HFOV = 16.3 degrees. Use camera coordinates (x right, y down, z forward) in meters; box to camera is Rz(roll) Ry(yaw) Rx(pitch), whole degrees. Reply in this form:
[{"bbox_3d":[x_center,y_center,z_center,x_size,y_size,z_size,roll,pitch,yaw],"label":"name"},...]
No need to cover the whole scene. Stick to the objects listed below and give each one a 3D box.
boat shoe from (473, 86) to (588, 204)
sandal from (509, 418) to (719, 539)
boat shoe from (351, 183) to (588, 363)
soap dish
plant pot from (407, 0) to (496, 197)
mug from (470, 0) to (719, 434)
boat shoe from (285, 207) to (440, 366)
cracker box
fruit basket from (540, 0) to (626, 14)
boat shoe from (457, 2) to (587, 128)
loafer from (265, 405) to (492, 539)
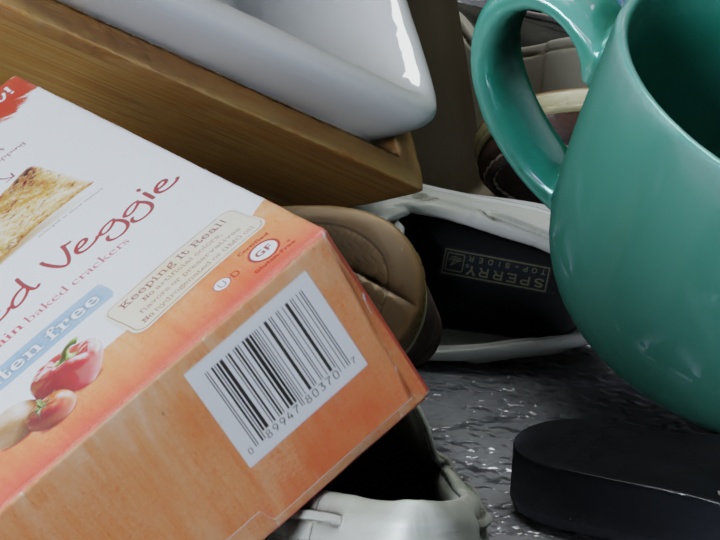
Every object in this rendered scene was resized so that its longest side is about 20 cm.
[{"bbox_3d":[0.140,-0.015,0.985,0.199,0.072,0.072,15,57,-10],"label":"boat shoe"},{"bbox_3d":[0.141,0.063,0.733,0.199,0.043,0.076,8,14,13],"label":"sandal"},{"bbox_3d":[0.000,0.000,0.907,0.199,0.072,0.066,11,8,-10],"label":"boat shoe"},{"bbox_3d":[-0.074,-0.108,0.843,0.200,0.081,0.158,22,41,-43],"label":"soap dish"},{"bbox_3d":[-0.034,-0.089,1.032,0.199,0.174,0.200,5,13,-1],"label":"plant pot"},{"bbox_3d":[0.133,-0.024,0.856,0.152,0.115,0.185,-7,42,-29],"label":"mug"},{"bbox_3d":[-0.070,0.010,0.839,0.199,0.072,0.072,1,-14,15],"label":"boat shoe"},{"bbox_3d":[-0.091,0.027,0.644,0.134,0.058,0.200,-41,29,-14],"label":"cracker box"},{"bbox_3d":[0.144,-0.071,1.188,0.184,0.094,0.200,4,17,-1],"label":"fruit basket"},{"bbox_3d":[0.075,-0.080,1.096,0.057,0.067,0.200,2,8,-32],"label":"boat shoe"},{"bbox_3d":[-0.002,0.057,0.655,0.070,0.070,0.200,1,14,-14],"label":"loafer"}]
